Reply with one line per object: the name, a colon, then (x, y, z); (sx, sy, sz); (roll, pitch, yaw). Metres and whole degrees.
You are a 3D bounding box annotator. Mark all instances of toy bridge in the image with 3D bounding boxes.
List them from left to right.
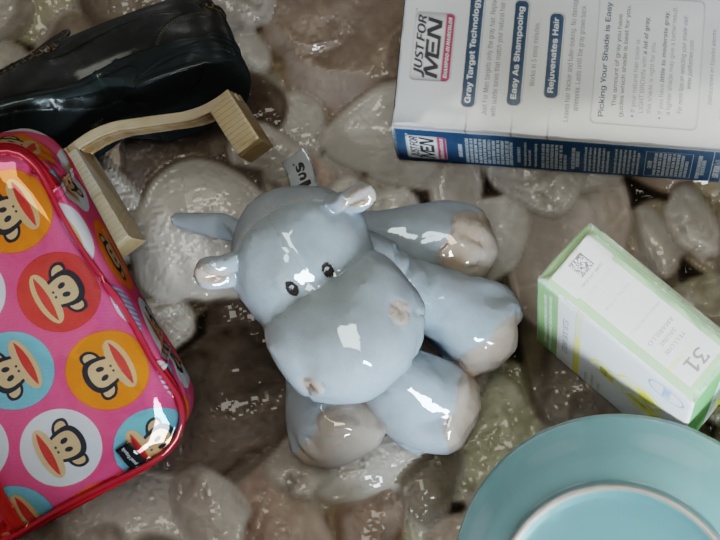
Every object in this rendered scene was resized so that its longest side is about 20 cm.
toy bridge: (-0.146, -0.039, 1.316); (0.200, 0.027, 0.067); (-36, 75, 13)

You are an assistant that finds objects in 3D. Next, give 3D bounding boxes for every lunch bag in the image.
lunch bag: (-0.203, 0.040, 1.269); (0.176, 0.082, 0.200); (-28, 100, 7)

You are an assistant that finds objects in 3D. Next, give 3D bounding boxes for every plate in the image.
plate: (0.137, 0.174, 1.222); (0.200, 0.026, 0.200); (4, 100, 22)

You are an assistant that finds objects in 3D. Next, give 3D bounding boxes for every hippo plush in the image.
hippo plush: (0.000, 0.000, 1.254); (0.159, 0.161, 0.200); (-27, 75, -3)

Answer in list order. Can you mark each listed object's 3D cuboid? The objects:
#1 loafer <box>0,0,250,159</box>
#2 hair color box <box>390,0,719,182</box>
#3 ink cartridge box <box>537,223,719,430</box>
loafer: (-0.165, -0.103, 1.349); (0.200, 0.073, 0.072); (-14, 53, -3)
hair color box: (0.122, -0.110, 1.326); (0.200, 0.061, 0.100); (5, 76, 5)
ink cartridge box: (0.181, 0.067, 1.232); (0.200, 0.146, 0.048); (41, 82, 12)
